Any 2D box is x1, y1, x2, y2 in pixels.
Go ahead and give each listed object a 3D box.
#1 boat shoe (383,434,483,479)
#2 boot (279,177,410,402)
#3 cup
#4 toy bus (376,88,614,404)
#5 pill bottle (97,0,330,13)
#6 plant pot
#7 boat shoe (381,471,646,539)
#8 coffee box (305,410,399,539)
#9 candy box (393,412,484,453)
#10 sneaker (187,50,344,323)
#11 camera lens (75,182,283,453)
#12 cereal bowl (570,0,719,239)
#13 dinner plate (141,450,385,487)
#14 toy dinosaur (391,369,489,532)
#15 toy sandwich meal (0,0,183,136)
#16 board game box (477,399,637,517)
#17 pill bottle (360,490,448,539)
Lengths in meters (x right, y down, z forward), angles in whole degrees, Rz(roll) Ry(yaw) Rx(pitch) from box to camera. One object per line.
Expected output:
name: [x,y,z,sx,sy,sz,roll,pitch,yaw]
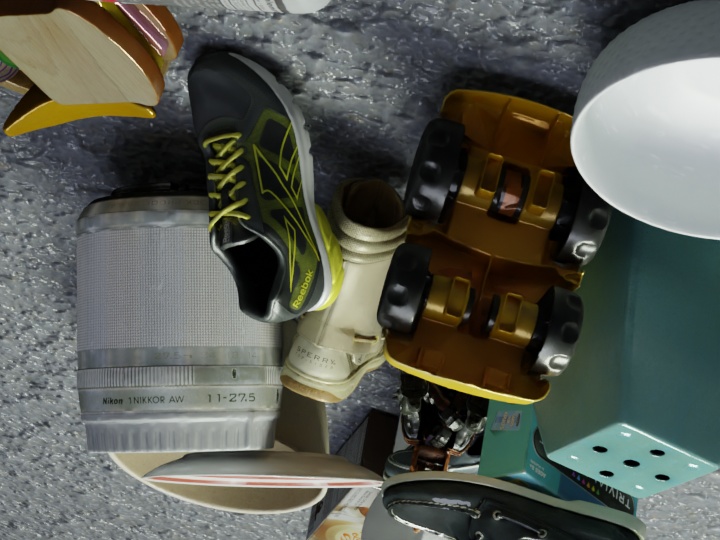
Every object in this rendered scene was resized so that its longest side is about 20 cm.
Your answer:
boat shoe: [0.105,0.163,1.432,0.199,0.073,0.062,-1,105,35]
boot: [0.000,0.000,1.281,0.072,0.200,0.156,20,110,9]
cup: [-0.114,0.112,1.461,0.199,0.144,0.201,9,149,5]
toy bus: [0.080,-0.001,1.154,0.135,0.201,0.192,17,164,-5]
pill bottle: [-0.068,-0.205,0.937,0.199,0.111,0.111,5,150,11]
plant pot: [0.207,0.049,1.182,0.141,0.201,0.141,25,147,-22]
boat shoe: [0.109,0.199,1.203,0.198,0.066,0.075,14,151,-3]
coffee box: [0.027,0.229,1.673,0.114,0.080,0.200,17,150,-10]
candy box: [0.153,0.151,1.503,0.199,0.072,0.168,20,149,-12]
sneaker: [-0.074,-0.056,1.143,0.074,0.085,0.201,-19,99,35]
camera lens: [-0.139,0.038,1.264,0.159,0.201,0.160,-1,175,0]
cereal bowl: [0.235,-0.104,1.026,0.199,0.084,0.200,10,150,6]
dinner plate: [-0.076,0.161,1.319,0.199,0.024,0.200,1,169,0]
toy dinosaur: [0.072,0.113,1.334,0.101,0.201,0.136,-5,150,-9]
toy sandwich meal: [-0.216,-0.155,1.116,0.204,0.071,0.206,9,150,5]
board game box: [0.166,0.101,1.284,0.047,0.201,0.151,-16,141,38]
pill bottle: [0.105,0.267,1.532,0.199,0.114,0.113,23,149,-32]
